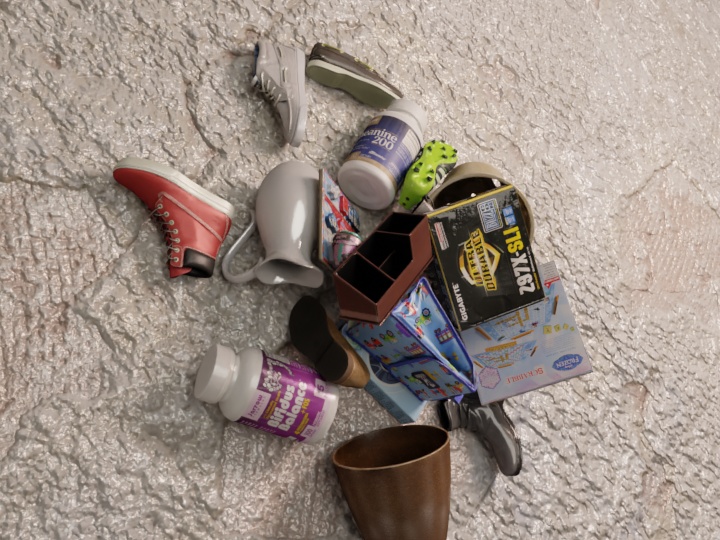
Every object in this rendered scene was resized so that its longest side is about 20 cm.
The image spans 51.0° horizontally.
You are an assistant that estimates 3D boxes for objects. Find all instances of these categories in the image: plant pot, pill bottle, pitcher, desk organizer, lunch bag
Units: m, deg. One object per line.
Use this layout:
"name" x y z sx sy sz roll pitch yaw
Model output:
"plant pot" 0.064 0.366 1.166 0.185 0.186 0.203 -14 96 -33
"plant pot" 0.210 -0.108 1.375 0.200 0.200 0.184 42 23 -12
"pill bottle" 0.048 -0.217 1.373 0.111 0.111 0.201 38 58 -14
"pitcher" -0.136 -0.071 1.218 0.169 0.122 0.202 -3 59 9
"pill bottle" -0.141 0.181 1.127 0.198 0.112 0.114 23 64 -23
"desk organizer" 0.038 -0.008 1.140 0.200 0.071 0.078 -48 137 -46
"lunch bag" 0.098 0.131 1.209 0.200 0.150 0.094 50 57 -6

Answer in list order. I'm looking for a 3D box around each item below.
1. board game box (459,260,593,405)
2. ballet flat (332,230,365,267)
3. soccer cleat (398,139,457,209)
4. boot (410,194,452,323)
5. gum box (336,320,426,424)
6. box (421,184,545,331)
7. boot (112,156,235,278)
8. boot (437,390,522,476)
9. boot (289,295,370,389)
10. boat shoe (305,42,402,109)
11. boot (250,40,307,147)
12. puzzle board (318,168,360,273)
"board game box" 0.276 0.110 1.313 0.041 0.198 0.202 34 39 -69
"ballet flat" 0.000 0.000 1.214 0.200 0.068 0.072 41 64 -64
"soccer cleat" 0.119 -0.177 1.367 0.067 0.081 0.200 37 38 4
"boot" 0.113 -0.006 1.289 0.173 0.069 0.201 33 92 -9
"gum box" 0.055 0.133 1.301 0.200 0.044 0.170 44 57 -12
"box" 0.201 -0.021 1.240 0.158 0.049 0.202 -19 100 -9
"boot" -0.298 -0.072 1.145 0.199 0.072 0.146 28 63 -24
"boot" 0.203 0.274 1.338 0.130 0.070 0.202 -4 66 -28
"boot" -0.051 0.117 1.193 0.075 0.074 0.200 32 13 -43
"boat shoe" -0.003 -0.364 1.415 0.199 0.072 0.061 20 69 -21
"boot" -0.148 -0.310 1.320 0.094 0.074 0.202 6 62 -23
"puzzle board" -0.031 -0.060 1.250 0.200 0.017 0.153 47 39 -66
